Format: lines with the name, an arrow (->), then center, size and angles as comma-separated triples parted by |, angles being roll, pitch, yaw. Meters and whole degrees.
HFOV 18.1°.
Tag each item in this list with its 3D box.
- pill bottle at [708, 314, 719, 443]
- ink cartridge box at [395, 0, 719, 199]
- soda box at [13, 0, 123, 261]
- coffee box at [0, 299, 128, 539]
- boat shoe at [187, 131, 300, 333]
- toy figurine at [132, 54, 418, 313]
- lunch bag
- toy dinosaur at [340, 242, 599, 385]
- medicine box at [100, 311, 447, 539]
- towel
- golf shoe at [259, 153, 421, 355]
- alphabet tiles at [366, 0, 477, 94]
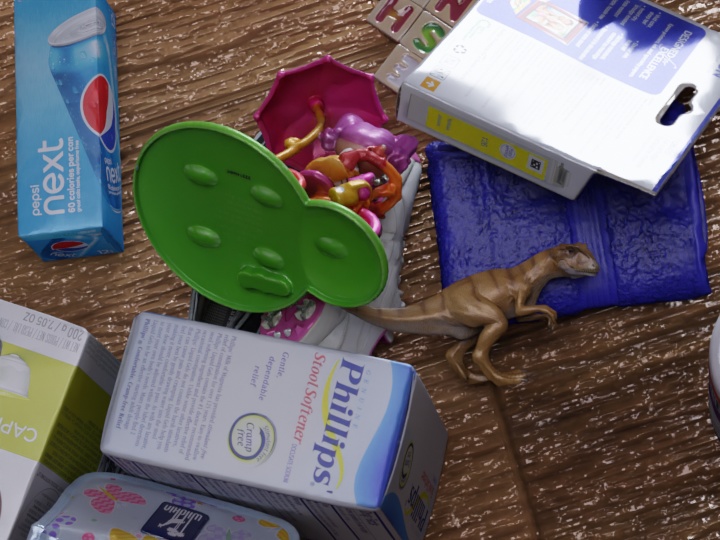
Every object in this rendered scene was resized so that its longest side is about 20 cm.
pill bottle -> 0.287, 0.080, 1.501 | 0.111, 0.200, 0.112 | -3, 73, 8
ink cartridge box -> 0.158, -0.134, 1.623 | 0.199, 0.047, 0.198 | 28, 47, 15
soda box -> -0.223, -0.114, 1.721 | 0.067, 0.064, 0.201 | -6, 72, 7
coffee box -> -0.283, 0.130, 1.580 | 0.198, 0.200, 0.199 | 17, 76, 15
boat shoe -> -0.076, -0.023, 1.663 | 0.072, 0.071, 0.201 | 10, 74, 13
toy figurine -> -0.028, -0.075, 1.584 | 0.199, 0.151, 0.184 | 17, 41, 23
lunch bag -> -0.123, 0.214, 1.525 | 0.168, 0.200, 0.128 | 15, 80, 14
toy dinosaur -> 0.073, 0.031, 1.602 | 0.199, 0.060, 0.107 | -16, 99, -2
medicine box -> -0.054, 0.117, 1.556 | 0.199, 0.182, 0.104 | 10, 74, 12
towel -> 0.149, -0.041, 1.638 | 0.198, 0.050, 0.149 | -9, 75, 7
golf shoe -> 0.000, 0.000, 1.651 | 0.075, 0.092, 0.201 | -7, 44, 48
alphabet tiles -> 0.111, -0.177, 1.715 | 0.199, 0.008, 0.168 | 35, 81, 17
